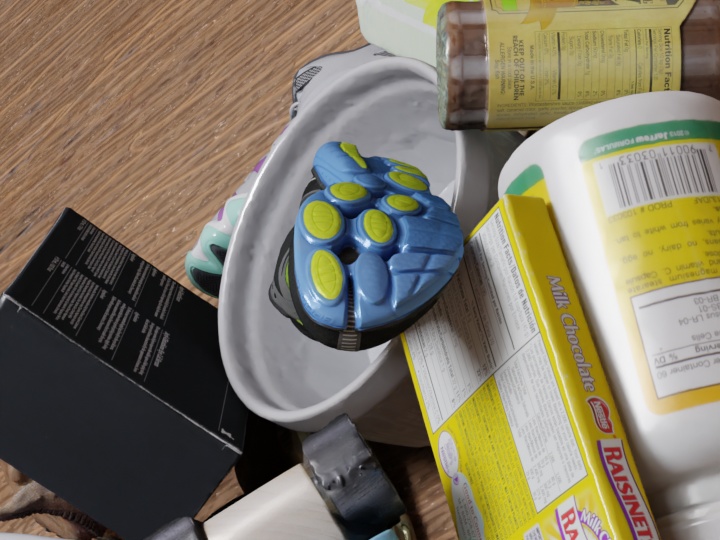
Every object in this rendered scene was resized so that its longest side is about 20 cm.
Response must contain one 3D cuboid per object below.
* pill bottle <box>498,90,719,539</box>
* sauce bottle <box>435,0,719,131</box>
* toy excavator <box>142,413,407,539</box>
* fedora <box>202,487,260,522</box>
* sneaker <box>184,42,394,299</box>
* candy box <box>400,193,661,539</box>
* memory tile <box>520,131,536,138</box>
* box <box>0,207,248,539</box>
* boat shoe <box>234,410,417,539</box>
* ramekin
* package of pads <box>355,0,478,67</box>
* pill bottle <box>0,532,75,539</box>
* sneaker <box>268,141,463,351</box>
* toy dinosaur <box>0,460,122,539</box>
[{"bbox_3d":[0.132,0.037,0.698,0.113,0.113,0.200,-28,65,35],"label":"pill bottle"},{"bbox_3d":[0.135,-0.099,0.773,0.200,0.065,0.065,-2,46,-3],"label":"sauce bottle"},{"bbox_3d":[0.005,0.165,0.645,0.100,0.200,0.194,-32,-9,-5],"label":"toy excavator"},{"bbox_3d":[-0.060,0.196,0.799,0.200,0.092,0.201,-3,85,46],"label":"fedora"},{"bbox_3d":[-0.031,-0.074,1.045,0.200,0.078,0.140,-34,36,14],"label":"sneaker"},{"bbox_3d":[0.069,0.080,0.669,0.102,0.026,0.200,-47,49,47],"label":"candy box"},{"bbox_3d":[0.066,-0.066,0.991,0.200,0.017,0.153,-41,36,21],"label":"memory tile"},{"bbox_3d":[-0.135,0.054,0.894,0.079,0.141,0.200,-56,8,11],"label":"box"},{"bbox_3d":[-0.025,0.108,0.926,0.200,0.063,0.073,-116,43,-56],"label":"boat shoe"},{"bbox_3d":[0.023,-0.001,0.875,0.200,0.105,0.200,-32,46,40],"label":"ramekin"},{"bbox_3d":[0.105,-0.154,0.914,0.154,0.068,0.200,-20,29,-18],"label":"package of pads"},{"bbox_3d":[-0.166,0.248,0.902,0.111,0.111,0.200,-6,74,49],"label":"pill bottle"},{"bbox_3d":[0.000,0.000,0.723,0.200,0.071,0.083,-96,21,-75],"label":"sneaker"},{"bbox_3d":[-0.179,0.132,1.017,0.086,0.136,0.200,-21,15,-5],"label":"toy dinosaur"}]
